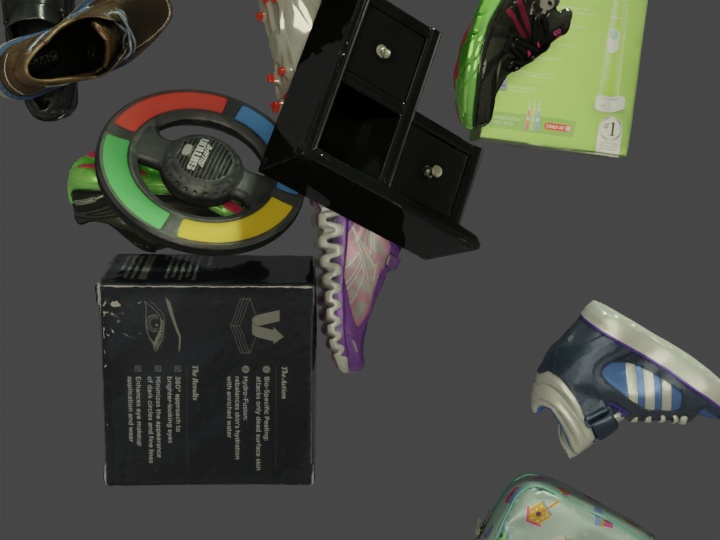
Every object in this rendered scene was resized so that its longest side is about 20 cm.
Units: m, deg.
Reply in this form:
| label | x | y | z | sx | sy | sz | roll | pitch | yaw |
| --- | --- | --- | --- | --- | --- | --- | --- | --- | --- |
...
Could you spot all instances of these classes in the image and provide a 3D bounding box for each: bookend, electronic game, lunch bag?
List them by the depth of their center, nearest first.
| label | x | y | z | sx | sy | sz | roll | pitch | yaw |
| --- | --- | --- | --- | --- | --- | --- | --- | --- | --- |
| bookend | 0.037 | -0.143 | 1.199 | 0.199 | 0.092 | 0.200 | 28 | 71 | -25 |
| electronic game | -0.148 | -0.095 | 1.206 | 0.199 | 0.042 | 0.201 | 9 | 51 | -11 |
| lunch bag | 0.203 | 0.306 | 1.288 | 0.199 | 0.077 | 0.161 | 27 | 94 | -4 |

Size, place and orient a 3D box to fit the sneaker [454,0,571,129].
| label | x | y | z | sx | sy | sz | roll | pitch | yaw |
| --- | --- | --- | --- | --- | --- | --- | --- | --- | --- |
| sneaker | 0.142 | -0.218 | 1.152 | 0.083 | 0.077 | 0.201 | 23 | 90 | -2 |

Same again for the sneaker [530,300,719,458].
| label | x | y | z | sx | sy | sz | roll | pitch | yaw |
| --- | --- | --- | --- | --- | --- | --- | --- | --- | --- |
| sneaker | 0.267 | 0.136 | 1.284 | 0.200 | 0.081 | 0.147 | 31 | 100 | -8 |

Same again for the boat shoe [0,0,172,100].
| label | x | y | z | sx | sy | sz | roll | pitch | yaw |
| --- | --- | --- | --- | --- | --- | --- | --- | --- | --- |
| boat shoe | -0.244 | -0.210 | 1.190 | 0.200 | 0.072 | 0.072 | -38 | 119 | -32 |

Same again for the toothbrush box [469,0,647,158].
| label | x | y | z | sx | sy | sz | roll | pitch | yaw |
| --- | --- | --- | --- | --- | --- | --- | --- | --- | --- |
| toothbrush box | 0.192 | -0.216 | 1.244 | 0.145 | 0.086 | 0.201 | 6 | 95 | -3 |

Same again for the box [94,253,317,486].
| label | x | y | z | sx | sy | sz | roll | pitch | yaw |
| --- | --- | --- | --- | --- | --- | --- | --- | --- | --- |
| box | -0.141 | 0.092 | 1.221 | 0.199 | 0.117 | 0.198 | 1 | 105 | -2 |

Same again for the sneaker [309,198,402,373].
| label | x | y | z | sx | sy | sz | roll | pitch | yaw |
| --- | --- | --- | --- | --- | --- | --- | --- | --- | --- |
| sneaker | 0.000 | 0.000 | 1.258 | 0.088 | 0.080 | 0.201 | -3 | 94 | -10 |

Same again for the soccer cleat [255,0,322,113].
| label | x | y | z | sx | sy | sz | roll | pitch | yaw |
| --- | --- | --- | --- | --- | --- | --- | --- | --- | --- |
| soccer cleat | -0.057 | -0.241 | 1.246 | 0.077 | 0.069 | 0.201 | -6 | 88 | -31 |

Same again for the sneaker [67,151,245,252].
| label | x | y | z | sx | sy | sz | roll | pitch | yaw |
| --- | --- | --- | --- | --- | --- | --- | --- | --- | --- |
| sneaker | -0.186 | -0.059 | 1.254 | 0.199 | 0.077 | 0.084 | 14 | 122 | -7 |

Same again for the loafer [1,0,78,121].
| label | x | y | z | sx | sy | sz | roll | pitch | yaw |
| --- | --- | --- | --- | --- | --- | --- | --- | --- | --- |
| loafer | -0.306 | -0.243 | 1.224 | 0.068 | 0.070 | 0.202 | -7 | 95 | -3 |
